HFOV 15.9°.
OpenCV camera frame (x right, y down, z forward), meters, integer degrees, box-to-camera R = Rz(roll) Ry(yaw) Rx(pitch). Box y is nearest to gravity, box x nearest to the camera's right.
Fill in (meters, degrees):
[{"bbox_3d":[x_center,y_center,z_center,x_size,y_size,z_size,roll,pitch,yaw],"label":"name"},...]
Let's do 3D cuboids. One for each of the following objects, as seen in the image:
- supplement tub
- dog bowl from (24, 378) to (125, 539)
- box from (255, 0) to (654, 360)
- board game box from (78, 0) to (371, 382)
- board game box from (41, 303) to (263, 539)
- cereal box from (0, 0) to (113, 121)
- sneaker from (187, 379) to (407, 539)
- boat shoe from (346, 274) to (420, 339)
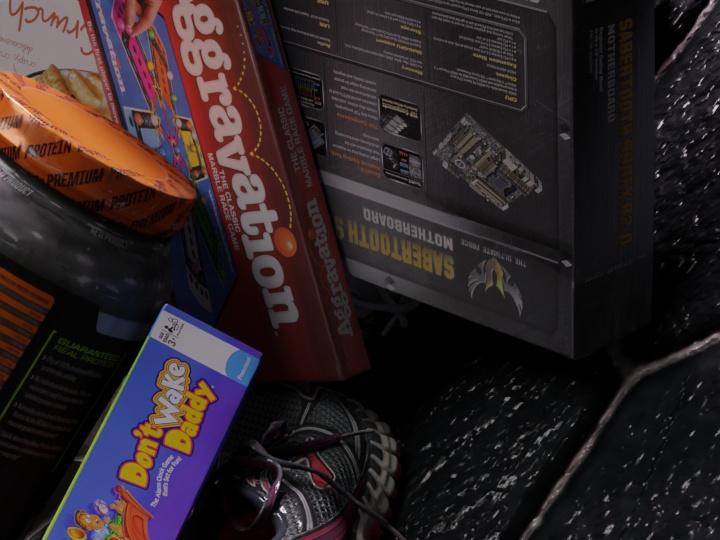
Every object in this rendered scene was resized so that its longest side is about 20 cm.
[{"bbox_3d":[-0.157,0.028,1.041,0.200,0.122,0.123,-57,21,9],"label":"supplement tub"},{"bbox_3d":[-0.198,0.064,1.189,0.199,0.059,0.201,-4,51,5],"label":"dog bowl"},{"bbox_3d":[0.025,-0.069,1.004,0.048,0.159,0.200,-24,31,-38],"label":"box"},{"bbox_3d":[-0.061,-0.051,1.056,0.019,0.201,0.103,-24,13,-41],"label":"board game box"},{"bbox_3d":[-0.110,0.123,1.023,0.200,0.045,0.135,-58,6,50],"label":"board game box"},{"bbox_3d":[-0.109,-0.086,1.126,0.040,0.143,0.201,-24,-52,-63],"label":"cereal box"},{"bbox_3d":[-0.030,0.092,1.007,0.081,0.075,0.200,-40,22,12],"label":"sneaker"},{"bbox_3d":[0.000,0.000,1.127,0.200,0.072,0.069,-23,47,35],"label":"boat shoe"}]
